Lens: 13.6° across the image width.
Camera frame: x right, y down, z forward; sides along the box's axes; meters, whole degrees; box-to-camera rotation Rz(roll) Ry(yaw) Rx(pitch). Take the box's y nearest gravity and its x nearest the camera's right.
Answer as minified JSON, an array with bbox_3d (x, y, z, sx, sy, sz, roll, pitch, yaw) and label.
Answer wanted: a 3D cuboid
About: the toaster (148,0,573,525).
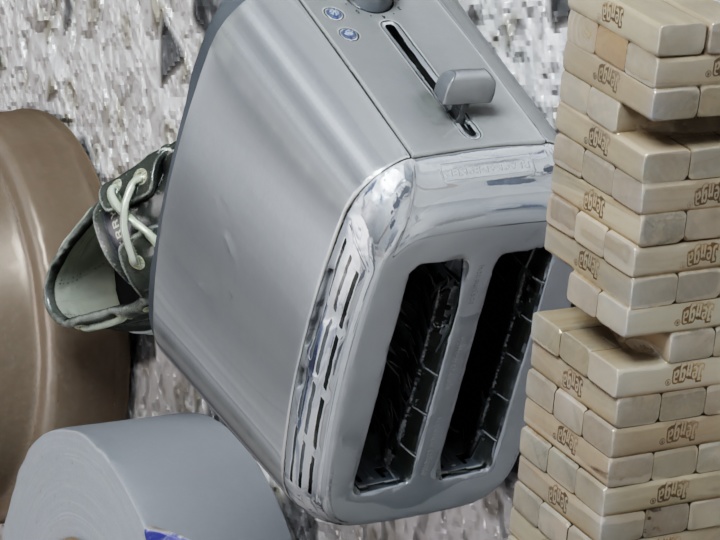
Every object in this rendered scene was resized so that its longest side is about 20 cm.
[{"bbox_3d":[0.000,0.000,1.074,0.129,0.113,0.201,50,135,43],"label":"toaster"}]

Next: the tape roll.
[{"bbox_3d":[-0.092,0.165,1.324,0.200,0.066,0.201,19,112,59],"label":"tape roll"}]

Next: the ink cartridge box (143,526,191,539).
[{"bbox_3d":[-0.029,0.223,1.170,0.199,0.041,0.201,17,112,36],"label":"ink cartridge box"}]

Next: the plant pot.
[{"bbox_3d":[-0.226,0.029,1.434,0.200,0.174,0.201,22,115,60],"label":"plant pot"}]

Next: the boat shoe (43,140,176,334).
[{"bbox_3d":[-0.077,-0.015,1.263,0.200,0.063,0.071,-41,60,57],"label":"boat shoe"}]

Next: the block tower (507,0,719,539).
[{"bbox_3d":[0.092,0.010,0.965,0.058,0.054,0.201,38,128,54],"label":"block tower"}]
